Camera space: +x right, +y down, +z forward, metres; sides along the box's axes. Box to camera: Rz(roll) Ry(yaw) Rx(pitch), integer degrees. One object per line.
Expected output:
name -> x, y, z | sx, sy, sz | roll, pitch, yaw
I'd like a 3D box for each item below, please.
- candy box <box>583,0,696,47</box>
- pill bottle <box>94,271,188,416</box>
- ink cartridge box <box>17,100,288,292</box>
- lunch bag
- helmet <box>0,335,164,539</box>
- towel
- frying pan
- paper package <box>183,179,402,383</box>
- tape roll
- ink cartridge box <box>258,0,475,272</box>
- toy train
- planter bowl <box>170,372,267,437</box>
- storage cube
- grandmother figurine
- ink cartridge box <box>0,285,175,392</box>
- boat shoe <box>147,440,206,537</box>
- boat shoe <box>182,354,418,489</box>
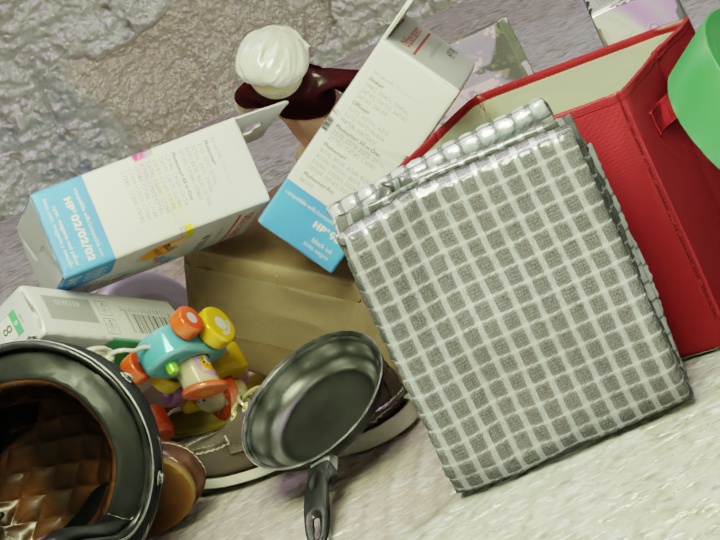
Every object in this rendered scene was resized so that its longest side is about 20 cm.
candy box -> 0.249, -0.165, 1.977 | 0.071, 0.168, 0.200 | -26, 12, 7
pill bottle -> -0.207, 0.089, 1.902 | 0.112, 0.112, 0.200 | -36, -1, -43
ink cartridge box -> -0.139, -0.047, 1.722 | 0.199, 0.068, 0.115 | -22, -5, -16
lunch bag -> 0.088, -0.101, 2.050 | 0.164, 0.118, 0.200 | -24, -32, 2
helmet -> -0.227, 0.143, 1.583 | 0.200, 0.200, 0.191 | -15, 16, 42
towel -> 0.090, 0.017, 1.442 | 0.165, 0.200, 0.086 | -24, 13, 11
frying pan -> -0.015, 0.105, 1.572 | 0.115, 0.031, 0.190 | -42, 34, 0
paper package -> 0.000, 0.000, 1.823 | 0.190, 0.104, 0.200 | 11, 33, 35
tape roll -> 0.290, -0.088, 1.506 | 0.048, 0.200, 0.200 | -58, -6, 29
ink cartridge box -> 0.017, -0.107, 1.679 | 0.200, 0.067, 0.116 | -55, 2, 17
toy train -> -0.145, 0.099, 1.733 | 0.150, 0.056, 0.200 | -27, -21, -10
planter bowl -> -0.090, 0.051, 1.952 | 0.200, 0.084, 0.200 | -24, 12, 6
storage cube -> 0.155, -0.038, 1.595 | 0.200, 0.180, 0.171 | -20, 13, 29
grandmother figurine -> -0.039, -0.126, 1.776 | 0.121, 0.061, 0.200 | -15, -21, 14
ink cartridge box -> -0.242, 0.091, 1.733 | 0.200, 0.050, 0.161 | -44, -27, 25
boat shoe -> -0.185, 0.156, 1.722 | 0.200, 0.071, 0.070 | -17, 18, 35
boat shoe -> -0.054, 0.106, 1.696 | 0.200, 0.060, 0.072 | -18, 15, 34
